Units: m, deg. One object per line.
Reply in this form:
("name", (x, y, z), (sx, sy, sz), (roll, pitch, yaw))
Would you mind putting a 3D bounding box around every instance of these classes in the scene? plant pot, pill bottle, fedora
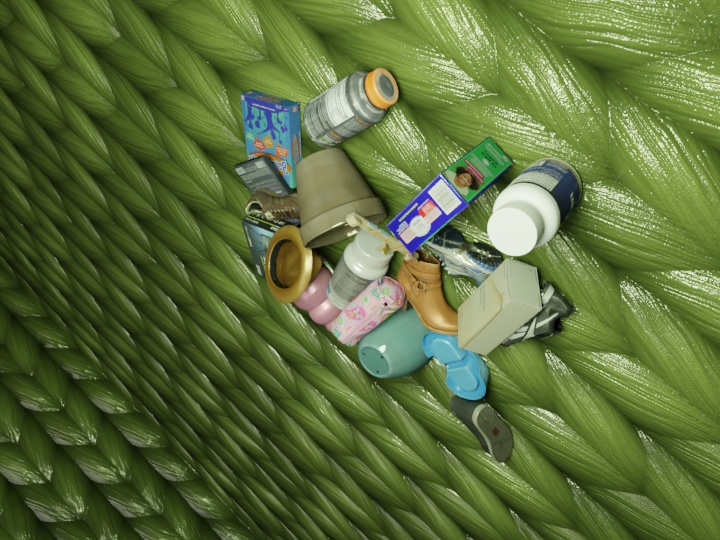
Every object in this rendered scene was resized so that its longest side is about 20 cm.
("plant pot", (-0.063, -0.165, 1.191), (0.199, 0.199, 0.175), (-27, 84, 46))
("pill bottle", (0.000, 0.000, 1.285), (0.114, 0.114, 0.201), (41, 137, 10))
("fedora", (-0.156, -0.014, 1.315), (0.199, 0.081, 0.203), (-2, 87, 49))
("pill bottle", (-0.018, -0.329, 1.085), (0.199, 0.106, 0.107), (-15, 108, 44))
("plant pot", (0.069, 0.187, 1.337), (0.199, 0.135, 0.202), (21, 129, 28))
("pill bottle", (0.290, -0.105, 0.906), (0.110, 0.200, 0.112), (21, 130, 28))

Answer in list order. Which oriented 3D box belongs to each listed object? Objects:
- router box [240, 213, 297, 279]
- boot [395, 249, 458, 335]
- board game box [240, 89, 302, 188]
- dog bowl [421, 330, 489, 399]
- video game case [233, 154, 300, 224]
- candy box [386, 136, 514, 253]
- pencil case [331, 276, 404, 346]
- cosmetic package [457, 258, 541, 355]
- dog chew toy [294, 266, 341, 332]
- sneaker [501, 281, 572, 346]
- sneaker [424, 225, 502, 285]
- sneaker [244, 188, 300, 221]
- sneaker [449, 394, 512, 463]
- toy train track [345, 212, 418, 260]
("router box", (-0.229, -0.053, 1.460), (0.149, 0.062, 0.202), (21, 138, 29))
("boot", (0.165, 0.047, 1.211), (0.199, 0.074, 0.156), (25, 127, 22))
("board game box", (-0.211, -0.315, 1.301), (0.151, 0.045, 0.202), (22, 131, 27))
("dog bowl", (0.229, 0.211, 1.272), (0.111, 0.050, 0.201), (-25, 104, 49))
("video game case", (-0.221, -0.195, 1.361), (0.142, 0.019, 0.201), (-1, 133, 48))
("candy box", (0.165, -0.140, 0.989), (0.077, 0.200, 0.169), (48, 138, 0))
("pencil case", (0.016, 0.096, 1.247), (0.088, 0.087, 0.200), (49, 126, 2))
("cosmetic package", (0.274, 0.078, 1.090), (0.072, 0.104, 0.201), (16, 141, -12))
("dog chew toy", (-0.095, 0.083, 1.423), (0.124, 0.125, 0.201), (-26, 108, 46))
("sneaker", (0.355, 0.111, 1.094), (0.090, 0.067, 0.201), (34, 138, 6))
("sneaker", (0.192, -0.030, 1.134), (0.199, 0.077, 0.086), (31, 138, 21))
("sneaker", (-0.195, -0.143, 1.309), (0.198, 0.076, 0.071), (15, 144, 35))
("sneaker", (0.300, 0.383, 1.331), (0.106, 0.075, 0.201), (20, 145, 57))
("toy train track", (0.048, -0.059, 1.115), (0.199, 0.033, 0.114), (30, 148, -36))
